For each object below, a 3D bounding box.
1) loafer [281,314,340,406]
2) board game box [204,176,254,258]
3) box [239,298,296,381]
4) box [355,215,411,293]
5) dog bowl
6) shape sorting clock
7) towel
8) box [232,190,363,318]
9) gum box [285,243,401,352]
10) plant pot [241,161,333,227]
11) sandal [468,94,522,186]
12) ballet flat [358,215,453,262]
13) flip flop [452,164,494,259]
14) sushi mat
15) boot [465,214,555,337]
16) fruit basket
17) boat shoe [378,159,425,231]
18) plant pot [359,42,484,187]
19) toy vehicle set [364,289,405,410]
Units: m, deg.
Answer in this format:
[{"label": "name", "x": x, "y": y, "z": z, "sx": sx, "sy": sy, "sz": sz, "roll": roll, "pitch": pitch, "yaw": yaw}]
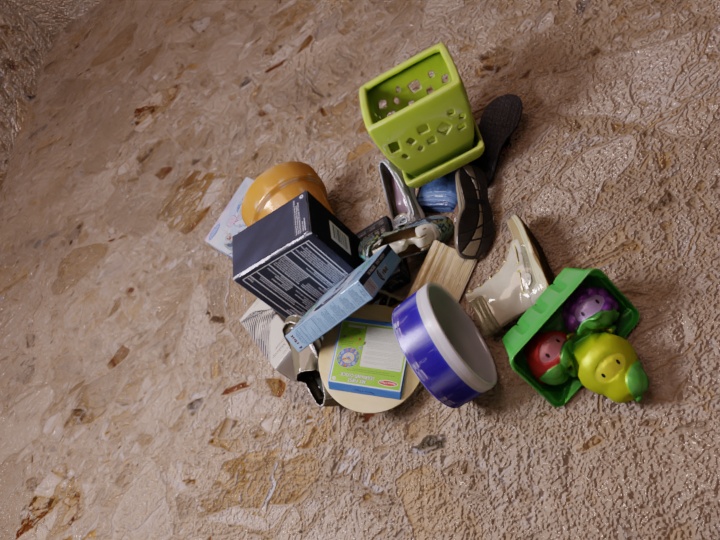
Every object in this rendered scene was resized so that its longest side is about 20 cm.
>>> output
[{"label": "loafer", "x": -0.095, "y": 0.175, "z": 1.545, "sx": 0.201, "sy": 0.069, "sz": 0.075, "roll": 56, "pitch": 131, "yaw": 14}, {"label": "board game box", "x": -0.279, "y": -0.122, "z": 2.009, "sx": 0.198, "sy": 0.043, "sz": 0.202, "roll": 26, "pitch": 81, "yaw": 47}, {"label": "box", "x": -0.177, "y": 0.142, "z": 1.713, "sx": 0.082, "sy": 0.068, "sz": 0.200, "roll": -50, "pitch": 41, "yaw": 1}, {"label": "box", "x": 0.000, "y": 0.000, "z": 1.670, "sx": 0.198, "sy": 0.051, "sz": 0.159, "roll": -32, "pitch": 45, "yaw": 20}, {"label": "dog bowl", "x": 0.141, "y": 0.125, "z": 1.345, "sx": 0.078, "sy": 0.199, "sz": 0.202, "roll": -35, "pitch": 44, "yaw": 19}, {"label": "shape sorting clock", "x": 0.020, "y": 0.160, "z": 1.463, "sx": 0.196, "sy": 0.039, "sz": 0.203, "roll": -4, "pitch": 64, "yaw": 9}, {"label": "towel", "x": 0.183, "y": -0.215, "z": 1.661, "sx": 0.110, "sy": 0.048, "sz": 0.203, "roll": 1, "pitch": 63, "yaw": 41}, {"label": "box", "x": -0.121, "y": -0.023, "z": 1.603, "sx": 0.197, "sy": 0.200, "sz": 0.125, "roll": -29, "pitch": 46, "yaw": 21}, {"label": "gum box", "x": -0.030, "y": 0.051, "z": 1.487, "sx": 0.199, "sy": 0.045, "sz": 0.170, "roll": -37, "pitch": 7, "yaw": 30}, {"label": "plant pot", "x": -0.137, "y": -0.105, "z": 1.777, "sx": 0.200, "sy": 0.200, "sz": 0.184, "roll": -43, "pitch": 58, "yaw": 8}, {"label": "sandal", "x": 0.265, "y": -0.259, "z": 1.614, "sx": 0.074, "sy": 0.045, "sz": 0.203, "roll": 23, "pitch": 90, "yaw": 16}, {"label": "ballet flat", "x": 0.094, "y": -0.052, "z": 1.563, "sx": 0.197, "sy": 0.075, "sz": 0.075, "roll": -20, "pitch": 45, "yaw": -2}, {"label": "flip flop", "x": 0.209, "y": -0.110, "z": 1.552, "sx": 0.058, "sy": 0.080, "sz": 0.203, "roll": 129, "pitch": 145, "yaw": -58}, {"label": "sushi mat", "x": 0.139, "y": 0.046, "z": 1.507, "sx": 0.094, "sy": 0.012, "sz": 0.202, "roll": 23, "pitch": 73, "yaw": 13}, {"label": "boot", "x": 0.255, "y": 0.007, "z": 1.427, "sx": 0.154, "sy": 0.072, "sz": 0.202, "roll": -33, "pitch": 45, "yaw": 23}, {"label": "fruit basket", "x": 0.342, "y": 0.116, "z": 1.228, "sx": 0.215, "sy": 0.155, "sz": 0.217, "roll": -39, "pitch": 26, "yaw": 23}, {"label": "boat shoe", "x": 0.082, "y": -0.129, "z": 1.637, "sx": 0.074, "sy": 0.064, "sz": 0.206, "roll": -23, "pitch": 72, "yaw": 50}, {"label": "plant pot", "x": 0.127, "y": -0.292, "z": 1.570, "sx": 0.197, "sy": 0.182, "sz": 0.201, "roll": -26, "pitch": 35, "yaw": 13}, {"label": "toy vehicle set", "x": 0.042, "y": 0.144, "z": 1.503, "sx": 0.123, "sy": 0.027, "sz": 0.202, "roll": 19, "pitch": 73, "yaw": 13}]
